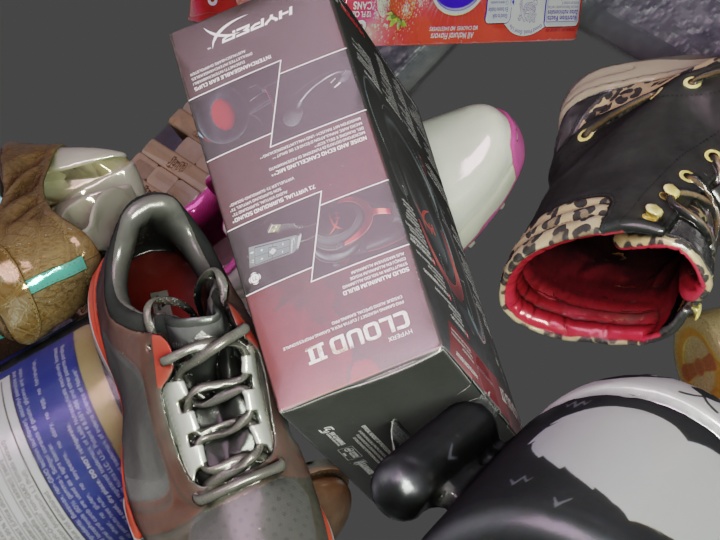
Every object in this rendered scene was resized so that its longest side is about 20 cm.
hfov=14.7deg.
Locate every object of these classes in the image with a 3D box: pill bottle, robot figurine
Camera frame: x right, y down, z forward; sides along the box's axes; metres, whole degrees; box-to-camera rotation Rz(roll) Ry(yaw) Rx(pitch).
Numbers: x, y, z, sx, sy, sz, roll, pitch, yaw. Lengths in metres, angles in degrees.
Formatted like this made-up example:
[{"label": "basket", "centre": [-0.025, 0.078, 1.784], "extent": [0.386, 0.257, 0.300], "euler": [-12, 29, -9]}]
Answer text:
[{"label": "pill bottle", "centre": [-0.158, 0.103, 1.237], "extent": [0.200, 0.112, 0.112], "euler": [-29, 48, 11]}, {"label": "robot figurine", "centre": [0.089, 0.117, 1.051], "extent": [0.124, 0.151, 0.200], "euler": [-18, 12, 32]}]

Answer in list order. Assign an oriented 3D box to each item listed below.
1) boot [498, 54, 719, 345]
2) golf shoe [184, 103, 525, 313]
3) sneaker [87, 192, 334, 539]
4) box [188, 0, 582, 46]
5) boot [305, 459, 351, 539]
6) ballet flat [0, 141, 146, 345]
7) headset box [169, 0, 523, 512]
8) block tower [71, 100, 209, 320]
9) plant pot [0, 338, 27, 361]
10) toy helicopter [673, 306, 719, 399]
[{"label": "boot", "centre": [0.158, -0.040, 1.200], "extent": [0.199, 0.073, 0.151], "euler": [-6, 33, 29]}, {"label": "golf shoe", "centre": [-0.018, -0.025, 1.303], "extent": [0.200, 0.092, 0.075], "euler": [-32, 45, 3]}, {"label": "sneaker", "centre": [-0.065, 0.056, 1.116], "extent": [0.077, 0.082, 0.200], "euler": [-18, 61, -14]}, {"label": "box", "centre": [0.018, -0.159, 1.298], "extent": [0.095, 0.200, 0.100], "euler": [12, 102, 35]}, {"label": "boot", "centre": [-0.011, 0.191, 1.109], "extent": [0.200, 0.064, 0.186], "euler": [37, 70, 28]}, {"label": "ballet flat", "centre": [-0.135, -0.023, 1.275], "extent": [0.072, 0.068, 0.200], "euler": [-23, 14, 5]}, {"label": "headset box", "centre": [0.000, 0.000, 1.168], "extent": [0.075, 0.149, 0.201], "euler": [-22, 66, 9]}, {"label": "block tower", "centre": [-0.068, -0.048, 1.372], "extent": [0.058, 0.054, 0.200], "euler": [33, 77, 40]}, {"label": "plant pot", "centre": [-0.262, 0.052, 1.340], "extent": [0.199, 0.187, 0.187], "euler": [-25, 47, -9]}, {"label": "toy helicopter", "centre": [0.183, 0.055, 1.124], "extent": [0.079, 0.133, 0.200], "euler": [-17, 25, -21]}]
